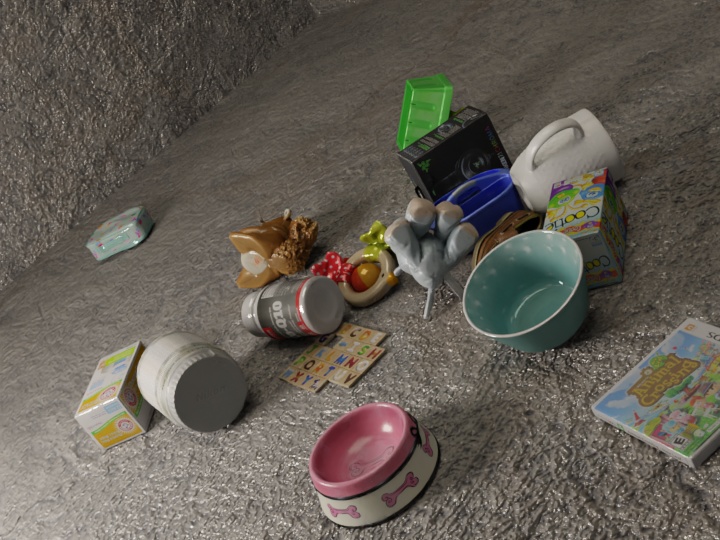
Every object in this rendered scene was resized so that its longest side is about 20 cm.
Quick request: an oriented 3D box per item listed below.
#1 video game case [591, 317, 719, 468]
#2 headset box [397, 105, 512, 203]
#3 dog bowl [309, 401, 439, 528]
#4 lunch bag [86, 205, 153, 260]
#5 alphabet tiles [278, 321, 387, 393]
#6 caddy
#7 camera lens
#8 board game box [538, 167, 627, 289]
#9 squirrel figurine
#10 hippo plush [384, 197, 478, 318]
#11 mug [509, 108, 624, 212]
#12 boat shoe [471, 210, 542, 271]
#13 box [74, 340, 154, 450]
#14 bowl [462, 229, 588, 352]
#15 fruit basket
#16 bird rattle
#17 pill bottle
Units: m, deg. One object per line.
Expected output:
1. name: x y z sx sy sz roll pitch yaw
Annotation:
1. video game case: 0.427 0.150 1.186 0.200 0.022 0.182 -38 26 -14
2. headset box: 0.196 -0.209 1.898 0.200 0.174 0.093 -33 25 -5
3. dog bowl: 0.012 0.277 1.355 0.200 0.074 0.200 -25 26 13
4. lunch bag: -0.751 -0.111 2.868 0.200 0.077 0.161 -25 28 14
5. alphabet tiles: -0.044 0.162 1.696 0.167 0.008 0.200 -43 28 -23
6. caddy: 0.221 -0.124 1.797 0.200 0.105 0.141 -34 25 -5
7. camera lens: -0.321 0.208 1.738 0.160 0.160 0.200 -41 28 -19
8. board game box: 0.375 -0.067 1.535 0.105 0.103 0.200 -16 29 29
9. squirrel figurine: -0.183 -0.062 2.138 0.200 0.142 0.187 0 27 25
10. hippo plush: 0.132 -0.043 1.711 0.159 0.200 0.161 -28 7 -3
11. mug: 0.365 -0.202 1.683 0.175 0.200 0.148 -31 56 4
12. boat shoe: 0.265 -0.047 1.654 0.068 0.072 0.200 -7 36 41
13. box: -0.493 0.257 1.907 0.112 0.101 0.200 -24 27 15
14. bowl: 0.270 0.046 1.419 0.201 0.105 0.201 -26 39 23
15. fruit basket: 0.201 -0.350 2.173 0.215 0.216 0.156 -28 26 6
16. bird rattle: 0.000 0.000 1.837 0.200 0.113 0.163 -29 44 10
17. pill bottle: -0.137 0.078 1.819 0.200 0.114 0.114 -11 32 44
